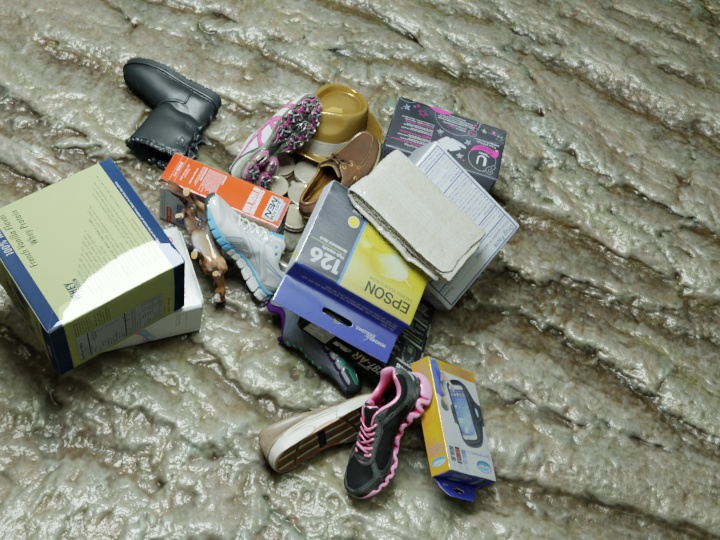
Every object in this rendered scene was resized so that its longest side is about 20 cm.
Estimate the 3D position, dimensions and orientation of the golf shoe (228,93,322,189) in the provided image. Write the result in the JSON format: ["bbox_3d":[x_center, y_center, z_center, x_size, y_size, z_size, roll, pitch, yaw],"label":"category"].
[{"bbox_3d":[-0.149,-0.226,1.529,0.200,0.073,0.092,-49,46,-3],"label":"golf shoe"}]

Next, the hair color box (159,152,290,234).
[{"bbox_3d":[-0.219,-0.098,1.452,0.199,0.111,0.064,21,56,1],"label":"hair color box"}]

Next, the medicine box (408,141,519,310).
[{"bbox_3d":[0.116,-0.068,1.454,0.200,0.103,0.182,44,79,-11],"label":"medicine box"}]

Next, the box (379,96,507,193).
[{"bbox_3d":[0.135,-0.193,1.586,0.199,0.132,0.115,18,59,-2],"label":"box"}]

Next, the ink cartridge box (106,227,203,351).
[{"bbox_3d":[-0.348,0.032,1.354,0.199,0.088,0.146,-14,63,-19],"label":"ink cartridge box"}]

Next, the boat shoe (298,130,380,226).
[{"bbox_3d":[-0.034,-0.160,1.512,0.072,0.068,0.200,25,68,29],"label":"boat shoe"}]

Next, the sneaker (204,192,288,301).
[{"bbox_3d":[-0.163,-0.048,1.388,0.086,0.200,0.075,-25,33,13],"label":"sneaker"}]

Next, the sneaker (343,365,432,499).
[{"bbox_3d":[0.022,0.224,1.289,0.079,0.095,0.201,19,78,40],"label":"sneaker"}]

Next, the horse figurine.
[{"bbox_3d":[-0.241,-0.049,1.370,0.050,0.133,0.201,-23,83,0],"label":"horse figurine"}]

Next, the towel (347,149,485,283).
[{"bbox_3d":[0.086,-0.080,1.346,0.200,0.034,0.133,45,50,1],"label":"towel"}]

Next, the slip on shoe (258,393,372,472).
[{"bbox_3d":[-0.055,0.223,1.323,0.199,0.076,0.061,-25,46,-24],"label":"slip on shoe"}]

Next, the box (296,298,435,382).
[{"bbox_3d":[0.014,0.071,1.390,0.200,0.043,0.161,35,46,-18],"label":"box"}]

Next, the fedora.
[{"bbox_3d":[-0.048,-0.271,1.605,0.199,0.082,0.201,9,48,-10],"label":"fedora"}]

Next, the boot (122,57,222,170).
[{"bbox_3d":[-0.348,-0.265,1.552,0.197,0.073,0.163,24,59,1],"label":"boot"}]

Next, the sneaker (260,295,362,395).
[{"bbox_3d":[-0.074,0.113,1.399,0.087,0.074,0.201,-31,82,16],"label":"sneaker"}]

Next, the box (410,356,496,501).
[{"bbox_3d":[0.140,0.235,1.340,0.119,0.041,0.201,24,44,-44],"label":"box"}]

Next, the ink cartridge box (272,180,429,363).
[{"bbox_3d":[0.000,0.000,1.322,0.197,0.047,0.201,29,64,-14],"label":"ink cartridge box"}]

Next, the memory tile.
[{"bbox_3d":[-0.097,-0.147,1.570,0.152,0.017,0.201,16,56,-4],"label":"memory tile"}]

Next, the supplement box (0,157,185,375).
[{"bbox_3d":[-0.376,-0.007,1.240,0.199,0.134,0.200,-31,70,-25],"label":"supplement box"}]
